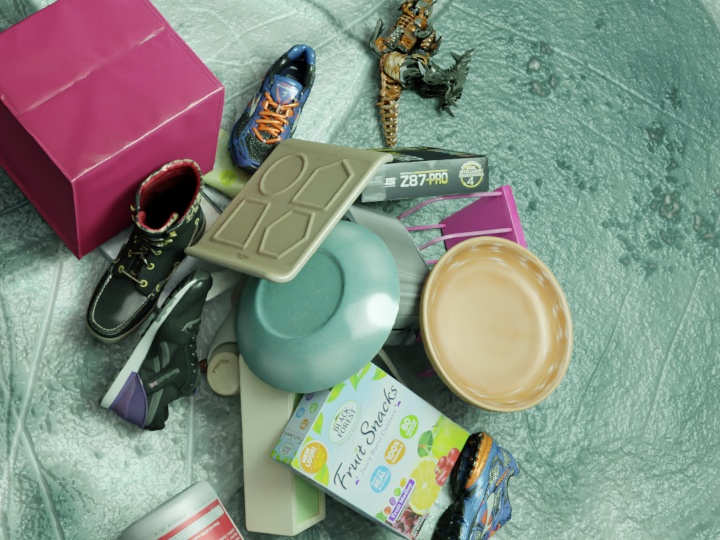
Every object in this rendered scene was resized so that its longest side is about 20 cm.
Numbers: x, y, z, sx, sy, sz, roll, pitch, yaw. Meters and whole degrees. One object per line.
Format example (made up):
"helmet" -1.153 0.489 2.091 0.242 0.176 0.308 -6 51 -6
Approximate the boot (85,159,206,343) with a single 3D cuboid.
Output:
"boot" -0.236 -0.024 1.381 0.073 0.151 0.200 35 66 5

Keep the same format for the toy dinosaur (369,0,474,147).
"toy dinosaur" 0.071 -0.261 1.620 0.135 0.102 0.201 16 105 2

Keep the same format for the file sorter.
"file sorter" 0.119 0.018 1.506 0.125 0.139 0.201 -7 77 -33

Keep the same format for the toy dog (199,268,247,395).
"toy dog" -0.151 0.053 1.447 0.096 0.132 0.200 1 65 22

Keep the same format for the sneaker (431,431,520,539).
"sneaker" 0.143 0.296 1.488 0.078 0.075 0.200 24 71 -14

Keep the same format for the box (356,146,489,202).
"box" 0.041 -0.118 1.499 0.161 0.200 0.049 -7 102 -18

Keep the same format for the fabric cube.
"fabric cube" -0.293 -0.173 1.386 0.199 0.196 0.200 -37 78 -22

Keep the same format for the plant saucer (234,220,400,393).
"plant saucer" -0.056 0.030 1.334 0.200 0.039 0.202 -11 62 22

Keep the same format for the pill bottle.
"pill bottle" -0.163 0.339 1.351 0.112 0.112 0.200 -31 86 -23

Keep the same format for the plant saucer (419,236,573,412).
"plant saucer" 0.149 0.062 1.407 0.200 0.037 0.201 8 72 -27

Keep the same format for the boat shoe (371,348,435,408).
"boat shoe" 0.038 0.171 1.469 0.200 0.072 0.068 49 33 -17

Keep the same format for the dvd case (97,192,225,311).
"dvd case" -0.244 -0.056 1.483 0.200 0.018 0.143 46 67 -2

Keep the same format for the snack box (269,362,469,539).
"snack box" 0.014 0.194 1.381 0.200 0.053 0.142 38 73 -32

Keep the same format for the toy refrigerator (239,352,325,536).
"toy refrigerator" -0.084 0.187 1.395 0.076 0.070 0.201 -10 100 -62

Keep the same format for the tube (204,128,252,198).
"tube" -0.108 -0.091 1.524 0.200 0.052 0.058 34 23 -1

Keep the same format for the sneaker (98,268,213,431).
"sneaker" -0.203 0.091 1.389 0.087 0.076 0.200 34 109 -5

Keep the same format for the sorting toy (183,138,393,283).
"sorting toy" -0.078 -0.066 1.370 0.200 0.185 0.037 -49 126 -21

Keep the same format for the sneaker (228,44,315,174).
"sneaker" -0.104 -0.199 1.511 0.075 0.078 0.200 21 57 -9

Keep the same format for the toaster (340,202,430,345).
"toaster" 0.000 0.000 1.435 0.129 0.114 0.200 12 42 -48
